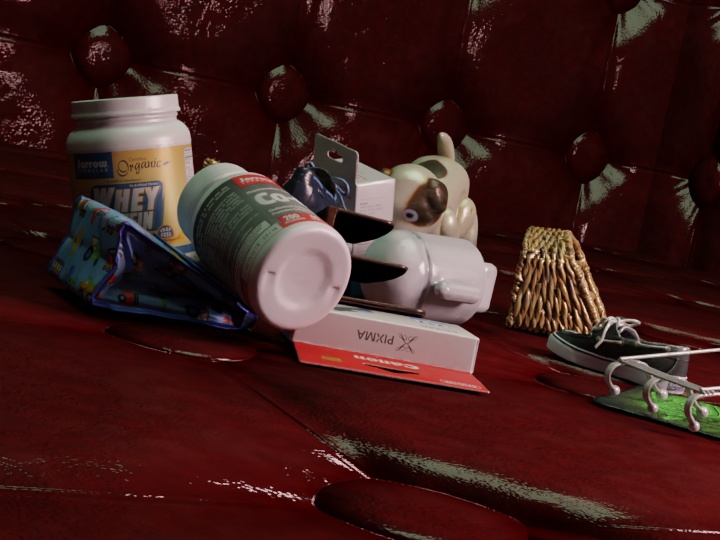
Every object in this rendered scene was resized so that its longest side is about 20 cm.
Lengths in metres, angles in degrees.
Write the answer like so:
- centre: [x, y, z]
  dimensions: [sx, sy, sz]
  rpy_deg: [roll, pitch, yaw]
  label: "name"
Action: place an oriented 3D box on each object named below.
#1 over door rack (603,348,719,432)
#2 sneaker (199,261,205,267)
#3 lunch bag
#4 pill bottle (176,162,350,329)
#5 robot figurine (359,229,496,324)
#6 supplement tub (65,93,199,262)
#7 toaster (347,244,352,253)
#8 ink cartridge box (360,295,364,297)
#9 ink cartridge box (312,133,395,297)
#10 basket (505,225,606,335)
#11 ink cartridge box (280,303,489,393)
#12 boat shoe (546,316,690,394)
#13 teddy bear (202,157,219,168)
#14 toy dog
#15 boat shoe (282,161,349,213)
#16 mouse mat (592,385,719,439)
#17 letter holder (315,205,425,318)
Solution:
- centre: [0.380, 0.117, 1.525]
  dimensions: [0.199, 0.067, 0.147]
  rpy_deg: [-15, 18, -25]
  label: "over door rack"
- centre: [-0.248, -0.028, 1.787]
  dimensions: [0.199, 0.081, 0.076]
  rpy_deg: [33, 9, 11]
  label: "sneaker"
- centre: [-0.207, 0.011, 1.531]
  dimensions: [0.199, 0.095, 0.150]
  rpy_deg: [24, 0, -32]
  label: "lunch bag"
- centre: [-0.105, -0.032, 1.482]
  dimensions: [0.113, 0.115, 0.200]
  rpy_deg: [7, 20, -37]
  label: "pill bottle"
- centre: [0.081, 0.009, 1.853]
  dimensions: [0.199, 0.114, 0.169]
  rpy_deg: [7, 6, -35]
  label: "robot figurine"
- centre: [-0.261, -0.097, 1.660]
  dimensions: [0.143, 0.202, 0.145]
  rpy_deg: [-5, 8, 1]
  label: "supplement tub"
- centre: [-0.100, -0.033, 1.908]
  dimensions: [0.128, 0.115, 0.199]
  rpy_deg: [10, 8, -37]
  label: "toaster"
- centre: [0.059, 0.019, 2.037]
  dimensions: [0.161, 0.051, 0.200]
  rpy_deg: [14, 4, 25]
  label: "ink cartridge box"
- centre: [-0.012, -0.079, 1.960]
  dimensions: [0.066, 0.202, 0.116]
  rpy_deg: [-8, 23, -32]
  label: "ink cartridge box"
- centre: [0.294, 0.017, 2.047]
  dimensions: [0.148, 0.144, 0.200]
  rpy_deg: [12, 6, 10]
  label: "basket"
- centre: [0.025, 0.074, 1.497]
  dimensions: [0.198, 0.045, 0.176]
  rpy_deg: [10, 5, -10]
  label: "ink cartridge box"
- centre: [0.312, 0.091, 1.755]
  dimensions: [0.073, 0.069, 0.199]
  rpy_deg: [7, 8, -39]
  label: "boat shoe"
- centre: [-0.151, -0.050, 1.720]
  dimensions: [0.066, 0.146, 0.200]
  rpy_deg: [-21, 24, 1]
  label: "teddy bear"
- centre: [0.092, -0.095, 2.049]
  dimensions: [0.139, 0.195, 0.200]
  rpy_deg: [25, 10, 18]
  label: "toy dog"
- centre: [-0.051, -0.094, 1.800]
  dimensions: [0.084, 0.069, 0.200]
  rpy_deg: [20, 4, 1]
  label: "boat shoe"
- centre: [0.351, 0.153, 1.566]
  dimensions: [0.160, 0.008, 0.200]
  rpy_deg: [15, 6, 25]
  label: "mouse mat"
- centre: [0.000, 0.000, 1.666]
  dimensions: [0.141, 0.101, 0.200]
  rpy_deg: [12, -7, -12]
  label: "letter holder"
